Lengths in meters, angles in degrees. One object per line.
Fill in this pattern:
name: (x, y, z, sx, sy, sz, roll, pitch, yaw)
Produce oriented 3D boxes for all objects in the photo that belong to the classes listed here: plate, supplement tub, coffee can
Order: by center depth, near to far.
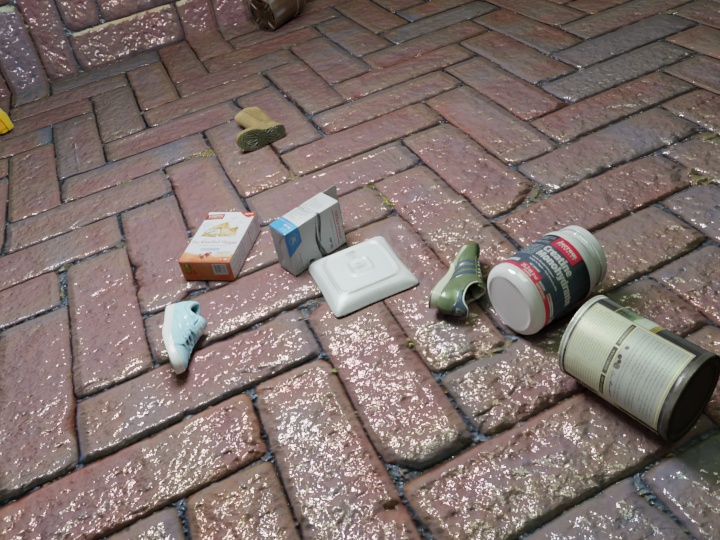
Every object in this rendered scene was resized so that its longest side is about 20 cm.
coffee can: (0.434, 0.149, 1.038, 0.145, 0.149, 0.199, -31, 42, -24)
supplement tub: (0.349, 0.015, 1.235, 0.197, 0.143, 0.140, -29, 41, -21)
plate: (0.000, 0.000, 1.438, 0.195, 0.033, 0.201, -22, 39, -12)

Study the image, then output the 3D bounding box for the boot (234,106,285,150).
boot: (-0.347, -0.448, 2.071, 0.172, 0.068, 0.199, -19, 37, -29)

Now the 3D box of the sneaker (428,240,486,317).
sneaker: (0.217, 0.022, 1.330, 0.088, 0.068, 0.201, 20, 48, 24)

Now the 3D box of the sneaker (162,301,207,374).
sneaker: (-0.355, 0.124, 1.344, 0.080, 0.075, 0.202, -18, 39, -3)

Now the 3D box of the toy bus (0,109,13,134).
toy bus: (-1.411, -0.531, 2.415, 0.196, 0.137, 0.194, 14, 58, 26)

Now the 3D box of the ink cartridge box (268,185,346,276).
ink cartridge box: (-0.103, -0.095, 1.514, 0.198, 0.118, 0.067, -35, 44, -26)

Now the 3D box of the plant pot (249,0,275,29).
plant pot: (-0.370, -1.164, 2.878, 0.197, 0.203, 0.199, 17, 54, 32)

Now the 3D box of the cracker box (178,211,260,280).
cracker box: (-0.334, -0.062, 1.584, 0.130, 0.059, 0.202, 0, 39, 14)
